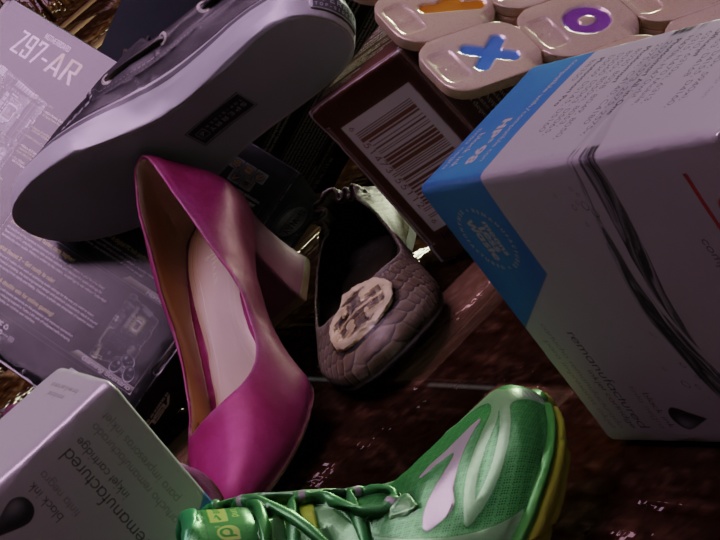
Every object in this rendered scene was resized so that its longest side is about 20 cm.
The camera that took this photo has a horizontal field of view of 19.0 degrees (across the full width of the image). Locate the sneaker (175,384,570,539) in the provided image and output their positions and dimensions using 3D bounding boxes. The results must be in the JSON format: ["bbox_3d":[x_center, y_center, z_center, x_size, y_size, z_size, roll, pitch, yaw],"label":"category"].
[{"bbox_3d":[-0.016,0.101,0.682,0.200,0.084,0.074,-39,15,-5],"label":"sneaker"}]

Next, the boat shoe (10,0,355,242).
[{"bbox_3d":[-0.088,-0.086,1.016,0.200,0.070,0.066,-35,46,27],"label":"boat shoe"}]

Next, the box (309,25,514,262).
[{"bbox_3d":[0.068,-0.107,1.034,0.075,0.100,0.200,-30,16,45],"label":"box"}]

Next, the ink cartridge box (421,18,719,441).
[{"bbox_3d":[0.118,-0.011,0.638,0.067,0.116,0.200,-45,17,-23],"label":"ink cartridge box"}]

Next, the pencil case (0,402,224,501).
[{"bbox_3d":[-0.115,0.104,0.892,0.087,0.083,0.200,-42,16,-12],"label":"pencil case"}]

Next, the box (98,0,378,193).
[{"bbox_3d":[-0.050,-0.134,1.160,0.141,0.079,0.200,-3,-40,-34],"label":"box"}]

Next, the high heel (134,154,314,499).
[{"bbox_3d":[-0.071,0.027,0.941,0.067,0.096,0.200,-40,25,32],"label":"high heel"}]

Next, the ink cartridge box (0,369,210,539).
[{"bbox_3d":[-0.131,0.144,0.732,0.200,0.116,0.067,-44,18,-16],"label":"ink cartridge box"}]

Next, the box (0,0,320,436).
[{"bbox_3d":[-0.145,-0.024,1.085,0.160,0.200,0.044,-56,-23,-8],"label":"box"}]

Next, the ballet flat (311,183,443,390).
[{"bbox_3d":[0.000,0.000,0.993,0.067,0.046,0.200,-36,16,12],"label":"ballet flat"}]

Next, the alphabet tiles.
[{"bbox_3d":[0.096,-0.134,0.968,0.196,0.015,0.200,-22,45,-21],"label":"alphabet tiles"}]
